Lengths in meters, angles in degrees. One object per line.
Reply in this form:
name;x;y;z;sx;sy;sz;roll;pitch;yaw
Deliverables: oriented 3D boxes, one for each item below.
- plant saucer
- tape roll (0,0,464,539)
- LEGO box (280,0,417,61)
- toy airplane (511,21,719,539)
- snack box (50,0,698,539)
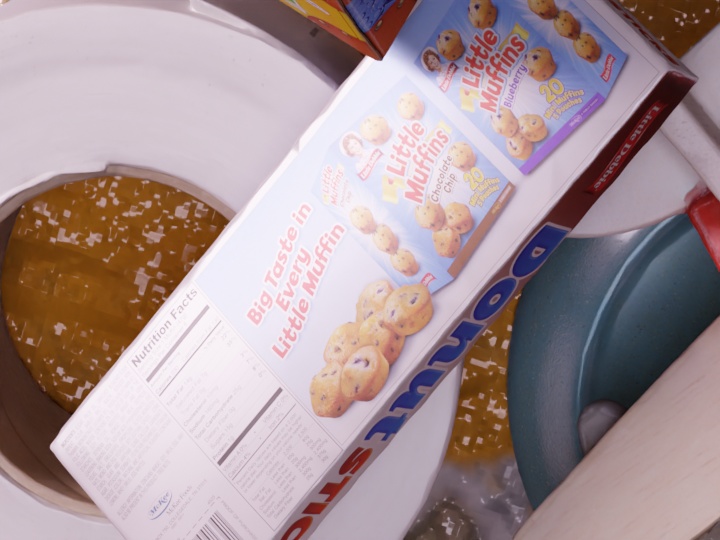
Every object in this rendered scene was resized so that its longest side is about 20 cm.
plant saucer;0.143;0.039;0.833;0.198;0.027;0.202;1;103;4
tape roll;-0.066;0.013;0.821;0.201;0.071;0.204;1;103;5
LEGO box;-0.039;-0.175;0.722;0.199;0.077;0.149;33;87;16
toy airplane;0.143;0.018;0.758;0.199;0.141;0.201;5;83;31
snack box;0.000;0.000;0.748;0.072;0.024;0.200;46;105;24
